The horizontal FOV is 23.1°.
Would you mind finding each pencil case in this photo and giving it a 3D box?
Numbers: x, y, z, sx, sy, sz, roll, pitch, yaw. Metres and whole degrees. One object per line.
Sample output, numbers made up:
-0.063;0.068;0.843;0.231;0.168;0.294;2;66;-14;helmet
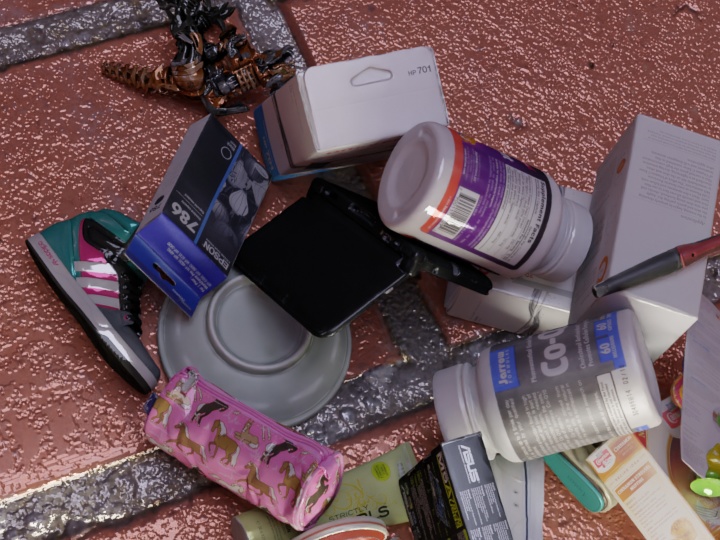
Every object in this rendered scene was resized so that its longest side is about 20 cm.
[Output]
-0.108;0.167;1.654;0.199;0.087;0.083;28;72;24;pencil case

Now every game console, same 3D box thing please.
0.000;0.000;1.750;0.175;0.117;0.200;21;11;-40;game console

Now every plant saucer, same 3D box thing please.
-0.103;0.060;1.758;0.198;0.050;0.202;5;64;-9;plant saucer

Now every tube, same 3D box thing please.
-0.026;0.229;1.694;0.198;0.059;0.052;-16;29;-23;tube

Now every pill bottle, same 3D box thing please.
0.176;0.116;1.665;0.198;0.114;0.115;-16;65;13;pill bottle
0.125;-0.059;1.710;0.199;0.111;0.112;22;59;-28;pill bottle

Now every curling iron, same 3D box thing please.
0.307;-0.005;1.656;0.198;0.026;0.050;-12;67;-19;curling iron

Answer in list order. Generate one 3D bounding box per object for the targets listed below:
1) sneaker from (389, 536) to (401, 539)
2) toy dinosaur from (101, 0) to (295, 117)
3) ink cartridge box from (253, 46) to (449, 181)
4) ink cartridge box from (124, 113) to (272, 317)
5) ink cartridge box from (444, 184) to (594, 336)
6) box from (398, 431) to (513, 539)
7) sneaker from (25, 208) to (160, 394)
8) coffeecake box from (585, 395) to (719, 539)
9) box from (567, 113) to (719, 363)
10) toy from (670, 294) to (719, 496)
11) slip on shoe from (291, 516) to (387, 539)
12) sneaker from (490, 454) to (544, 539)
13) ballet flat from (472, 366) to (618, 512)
-0.015;0.334;1.631;0.199;0.078;0.077;-38;88;-23;sneaker
-0.170;-0.228;1.862;0.198;0.102;0.137;0;77;-15;toy dinosaur
-0.013;-0.156;1.789;0.145;0.200;0.087;-12;89;-16;ink cartridge box
-0.158;-0.057;1.758;0.099;0.039;0.201;45;42;-25;ink cartridge box
0.200;-0.007;1.835;0.198;0.083;0.148;15;63;-5;ink cartridge box
0.098;0.264;1.605;0.047;0.193;0.202;-12;76;-16;box
-0.228;0.016;1.739;0.120;0.084;0.200;-35;74;-14;sneaker
0.341;0.222;1.730;0.153;0.073;0.201;-21;69;-46;coffeecake box
0.282;-0.030;1.746;0.097;0.125;0.202;18;63;-6;box
0.334;0.128;1.711;0.115;0.047;0.201;37;44;-32;toy
-0.061;0.288;1.630;0.199;0.074;0.061;-27;64;-7;slip on shoe
0.140;0.270;1.703;0.070;0.073;0.202;4;54;0;sneaker
0.190;0.156;1.766;0.200;0.069;0.069;46;64;2;ballet flat
